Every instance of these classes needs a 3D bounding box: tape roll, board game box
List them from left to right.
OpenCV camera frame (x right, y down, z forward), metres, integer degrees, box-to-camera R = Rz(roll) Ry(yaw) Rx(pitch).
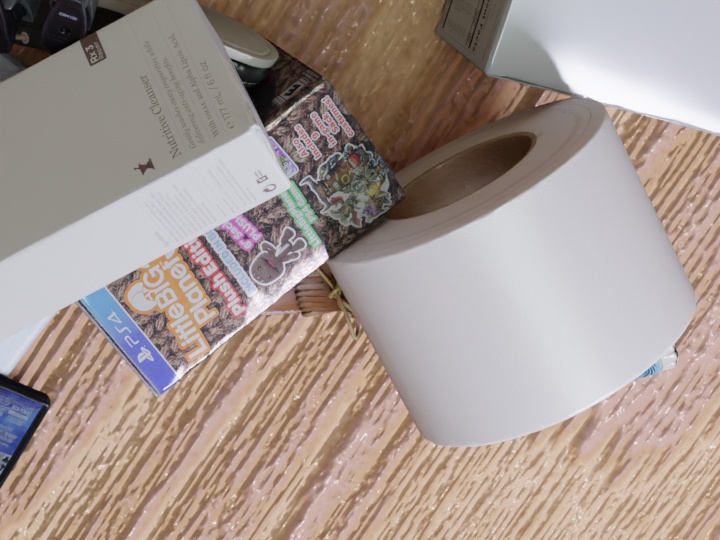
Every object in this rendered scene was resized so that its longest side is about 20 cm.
[{"bbox_3d":[-0.097,-0.041,1.105,0.200,0.159,0.097,-39,116,-5],"label":"board game box"},{"bbox_3d":[0.093,-0.001,1.100,0.202,0.203,0.140,-30,106,-3],"label":"tape roll"}]

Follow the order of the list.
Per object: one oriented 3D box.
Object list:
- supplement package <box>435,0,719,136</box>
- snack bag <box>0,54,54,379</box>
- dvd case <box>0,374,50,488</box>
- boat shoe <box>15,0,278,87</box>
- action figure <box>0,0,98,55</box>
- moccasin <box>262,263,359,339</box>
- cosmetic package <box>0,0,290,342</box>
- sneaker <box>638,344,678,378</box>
[{"bbox_3d":[0.179,-0.194,1.165,0.199,0.111,0.156,12,107,-21],"label":"supplement package"},{"bbox_3d":[-0.257,-0.046,1.148,0.188,0.021,0.200,38,94,-26],"label":"snack bag"},{"bbox_3d":[-0.321,0.140,1.190,0.142,0.018,0.200,26,108,-24],"label":"dvd case"},{"bbox_3d":[-0.150,-0.146,1.082,0.199,0.074,0.061,19,108,4],"label":"boat shoe"},{"bbox_3d":[-0.163,-0.217,1.036,0.130,0.201,0.069,13,147,5],"label":"action figure"},{"bbox_3d":[0.000,0.002,1.208,0.200,0.078,0.074,-2,112,-15],"label":"moccasin"},{"bbox_3d":[-0.155,-0.059,0.986,0.199,0.113,0.081,-28,153,1],"label":"cosmetic package"},{"bbox_3d":[0.156,0.015,1.260,0.090,0.078,0.200,-31,116,1],"label":"sneaker"}]
